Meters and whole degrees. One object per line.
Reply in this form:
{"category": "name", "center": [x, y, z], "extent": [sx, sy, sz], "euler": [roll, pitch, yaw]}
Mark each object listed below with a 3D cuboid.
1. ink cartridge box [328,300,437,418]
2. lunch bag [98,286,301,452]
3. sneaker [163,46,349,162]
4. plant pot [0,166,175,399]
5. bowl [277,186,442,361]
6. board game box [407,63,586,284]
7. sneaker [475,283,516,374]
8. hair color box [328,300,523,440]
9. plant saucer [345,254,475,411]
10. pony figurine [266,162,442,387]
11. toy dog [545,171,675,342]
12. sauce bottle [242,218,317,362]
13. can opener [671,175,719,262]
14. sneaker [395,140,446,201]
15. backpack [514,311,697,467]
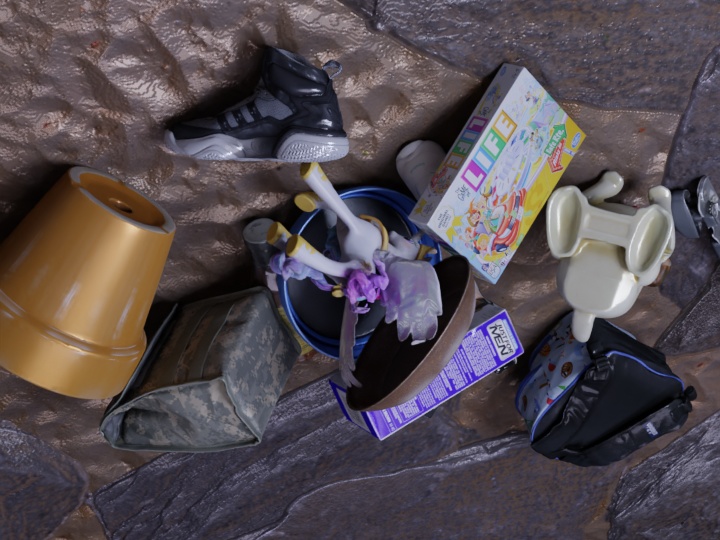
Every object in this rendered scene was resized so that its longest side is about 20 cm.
{"category": "ink cartridge box", "center": [0.038, 0.096, 1.541], "extent": [0.200, 0.044, 0.094], "euler": [37, 85, -37]}
{"category": "lunch bag", "center": [-0.191, 0.117, 1.426], "extent": [0.200, 0.164, 0.118], "euler": [-13, 121, 26]}
{"category": "sneaker", "center": [-0.105, -0.167, 1.279], "extent": [0.200, 0.075, 0.114], "euler": [3, 94, 20]}
{"category": "plant pot", "center": [-0.290, 0.001, 1.313], "extent": [0.200, 0.200, 0.183], "euler": [23, 107, -33]}
{"category": "bowl", "center": [-0.002, 0.001, 1.434], "extent": [0.200, 0.039, 0.201], "euler": [-7, 107, -26]}
{"category": "board game box", "center": [0.151, -0.103, 1.375], "extent": [0.134, 0.034, 0.200], "euler": [37, 81, -40]}
{"category": "sneaker", "center": [0.132, 0.058, 1.564], "extent": [0.074, 0.080, 0.200], "euler": [-38, 130, 22]}
{"category": "hair color box", "center": [0.074, 0.109, 1.461], "extent": [0.200, 0.109, 0.065], "euler": [-28, 106, -16]}
{"category": "plant saucer", "center": [0.061, 0.074, 1.337], "extent": [0.037, 0.200, 0.200], "euler": [38, 115, -15]}
{"category": "pony figurine", "center": [0.000, 0.000, 1.321], "extent": [0.200, 0.193, 0.166], "euler": [29, 141, -30]}
{"category": "toy dog", "center": [0.305, -0.017, 1.481], "extent": [0.139, 0.200, 0.194], "euler": [5, 98, 22]}
{"category": "sauce bottle", "center": [-0.093, 0.022, 1.471], "extent": [0.066, 0.066, 0.200], "euler": [-16, 133, -2]}
{"category": "can opener", "center": [0.444, -0.044, 1.595], "extent": [0.067, 0.053, 0.200], "euler": [-3, 145, 33]}
{"category": "sneaker", "center": [0.112, -0.064, 1.441], "extent": [0.070, 0.080, 0.200], "euler": [-38, 133, 16]}
{"category": "backpack", "center": [0.298, 0.159, 1.661], "extent": [0.200, 0.154, 0.191], "euler": [28, 111, -29]}
